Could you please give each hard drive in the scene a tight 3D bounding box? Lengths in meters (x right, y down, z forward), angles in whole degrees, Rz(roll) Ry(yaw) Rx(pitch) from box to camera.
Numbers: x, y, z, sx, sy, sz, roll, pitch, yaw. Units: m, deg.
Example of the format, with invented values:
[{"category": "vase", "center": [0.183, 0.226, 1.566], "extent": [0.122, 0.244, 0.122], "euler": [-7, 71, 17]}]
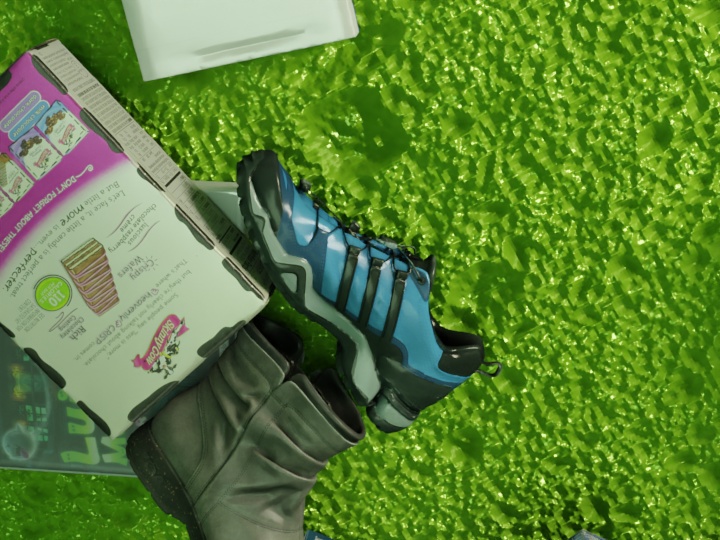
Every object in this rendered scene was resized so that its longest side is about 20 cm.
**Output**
[{"category": "hard drive", "center": [-0.087, -0.220, 0.824], "extent": [0.132, 0.025, 0.200], "euler": [-10, 107, 10]}]

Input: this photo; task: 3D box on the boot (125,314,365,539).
[{"category": "boot", "center": [-0.043, 0.135, 0.867], "extent": [0.132, 0.070, 0.200], "euler": [-42, 82, 17]}]

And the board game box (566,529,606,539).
[{"category": "board game box", "center": [0.110, 0.291, 0.825], "extent": [0.200, 0.200, 0.062], "euler": [-40, 143, 13]}]

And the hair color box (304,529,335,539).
[{"category": "hair color box", "center": [0.035, 0.259, 0.948], "extent": [0.200, 0.061, 0.100], "euler": [23, 106, -1]}]

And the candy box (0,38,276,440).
[{"category": "candy box", "center": [-0.165, -0.018, 0.859], "extent": [0.136, 0.061, 0.200], "euler": [-40, 98, 16]}]

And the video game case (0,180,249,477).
[{"category": "video game case", "center": [-0.161, 0.038, 0.920], "extent": [0.181, 0.023, 0.201], "euler": [3, 109, 6]}]

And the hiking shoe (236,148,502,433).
[{"category": "hiking shoe", "center": [0.000, 0.000, 0.869], "extent": [0.087, 0.074, 0.200], "euler": [-31, 112, 8]}]
